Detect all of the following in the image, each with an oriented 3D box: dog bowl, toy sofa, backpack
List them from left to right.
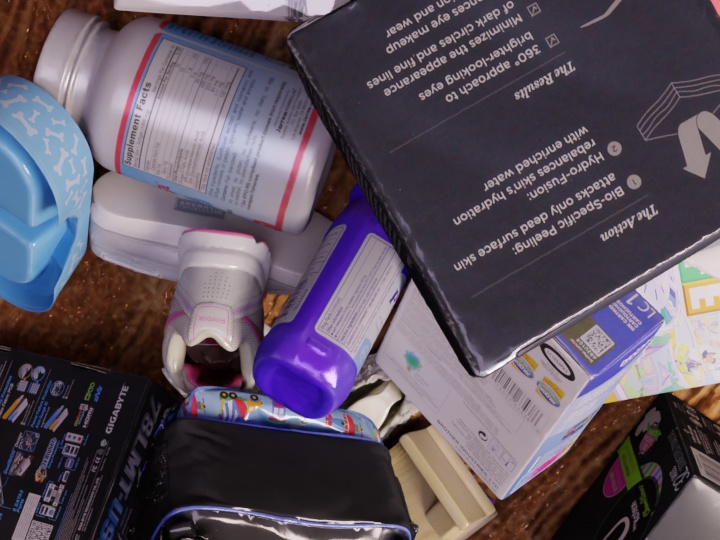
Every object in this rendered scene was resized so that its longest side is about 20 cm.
[{"bbox_3d":[-0.235,-0.053,0.899,0.111,0.050,0.200,35,146,9],"label":"dog bowl"},{"bbox_3d":[-0.076,0.197,0.882,0.181,0.135,0.201,9,127,-20],"label":"backpack"},{"bbox_3d":[0.002,0.207,0.996,0.200,0.097,0.083,-41,74,15],"label":"toy sofa"}]

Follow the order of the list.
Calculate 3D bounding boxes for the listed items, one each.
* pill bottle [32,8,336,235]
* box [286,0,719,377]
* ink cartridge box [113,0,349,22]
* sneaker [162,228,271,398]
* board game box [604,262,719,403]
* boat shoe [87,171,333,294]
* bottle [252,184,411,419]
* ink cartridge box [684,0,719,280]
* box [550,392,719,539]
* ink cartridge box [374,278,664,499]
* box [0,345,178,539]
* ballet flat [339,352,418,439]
[{"bbox_3d":[-0.115,-0.105,0.891,0.199,0.109,0.109,20,108,0],"label":"pill bottle"},{"bbox_3d":[0.094,-0.076,0.703,0.196,0.117,0.201,-30,85,-1],"label":"box"},{"bbox_3d":[-0.041,-0.204,0.835,0.198,0.146,0.085,6,106,4],"label":"ink cartridge box"},{"bbox_3d":[-0.102,0.062,0.918,0.081,0.089,0.201,5,143,6],"label":"sneaker"},{"bbox_3d":[0.179,-0.014,0.880,0.133,0.034,0.201,-12,106,9],"label":"board game box"},{"bbox_3d":[-0.099,-0.012,0.943,0.198,0.072,0.069,10,136,-9],"label":"boat shoe"},{"bbox_3d":[0.000,0.000,0.877,0.065,0.201,0.084,30,151,-1],"label":"bottle"},{"bbox_3d":[0.229,-0.090,0.810,0.199,0.045,0.177,25,109,-3],"label":"ink cartridge box"},{"bbox_3d":[0.215,0.218,0.933,0.124,0.149,0.201,31,107,-5],"label":"box"},{"bbox_3d":[0.099,0.037,0.832,0.137,0.076,0.200,47,148,18],"label":"ink cartridge box"},{"bbox_3d":[-0.250,0.157,0.927,0.197,0.050,0.201,7,69,27],"label":"box"},{"bbox_3d":[-0.030,0.124,0.974,0.200,0.072,0.072,-40,99,16],"label":"ballet flat"}]
